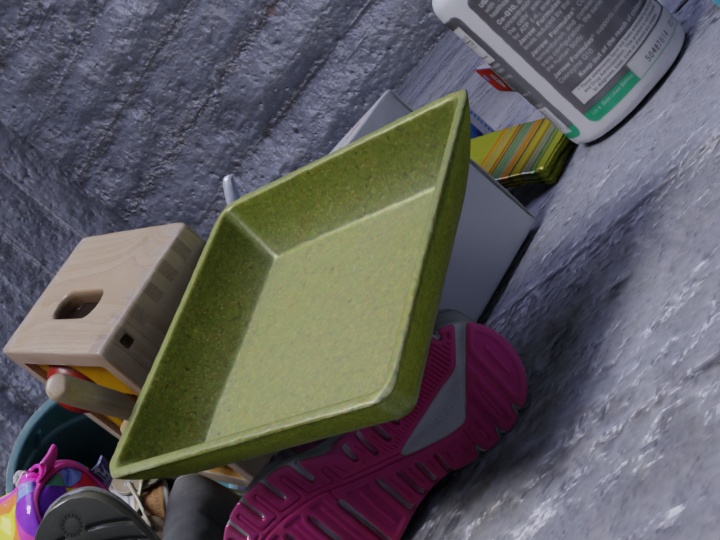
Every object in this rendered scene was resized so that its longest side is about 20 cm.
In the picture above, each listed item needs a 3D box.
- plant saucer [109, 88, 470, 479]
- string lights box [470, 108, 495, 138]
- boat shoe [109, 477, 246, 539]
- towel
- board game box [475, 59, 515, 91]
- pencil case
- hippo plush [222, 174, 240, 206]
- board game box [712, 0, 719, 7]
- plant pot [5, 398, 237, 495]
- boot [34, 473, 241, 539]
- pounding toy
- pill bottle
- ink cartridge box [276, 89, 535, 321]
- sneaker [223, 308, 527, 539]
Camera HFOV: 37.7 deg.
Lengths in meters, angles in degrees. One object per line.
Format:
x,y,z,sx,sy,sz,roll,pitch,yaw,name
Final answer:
-0.024,0.020,0.559,0.198,0.048,0.202,-21,37,38,plant saucer
0.071,-0.075,1.016,0.103,0.059,0.201,-46,10,32,string lights box
-0.157,0.176,0.756,0.068,0.198,0.075,-46,48,39,boat shoe
0.088,-0.083,0.866,0.198,0.018,0.086,-11,32,43,towel
0.208,-0.277,1.205,0.153,0.040,0.200,-51,8,7,board game box
-0.236,0.187,0.657,0.199,0.089,0.089,-33,14,19,pencil case
-0.070,0.050,0.973,0.160,0.158,0.202,90,-167,-57,hippo plush
0.284,-0.229,0.555,0.201,0.047,0.151,-56,9,-28,board game box
-0.235,0.231,0.976,0.201,0.199,0.196,-57,2,-38,plant pot
-0.101,0.161,0.592,0.072,0.184,0.200,-22,16,8,boot
-0.135,0.067,0.694,0.199,0.184,0.143,-4,49,51,pounding toy
0.123,-0.196,0.753,0.113,0.200,0.113,-48,9,10,pill bottle
0.000,0.000,0.776,0.146,0.144,0.200,-56,8,-30,ink cartridge box
0.007,0.098,0.579,0.200,0.081,0.088,-41,9,11,sneaker
